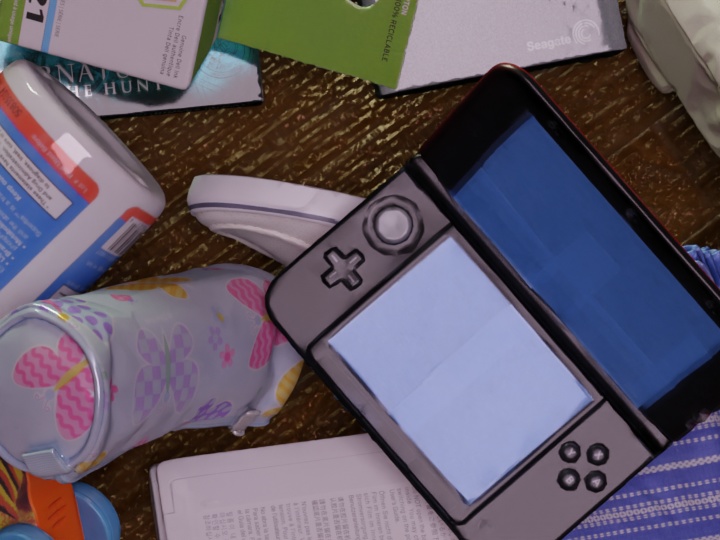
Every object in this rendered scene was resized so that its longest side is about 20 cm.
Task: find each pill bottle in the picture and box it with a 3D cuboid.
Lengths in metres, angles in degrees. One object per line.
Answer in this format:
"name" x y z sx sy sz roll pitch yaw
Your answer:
"pill bottle" -0.207 -0.004 1.428 0.200 0.112 0.112 -44 93 4

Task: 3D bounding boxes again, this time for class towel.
"towel" 0.144 0.091 1.446 0.145 0.024 0.200 -12 101 25

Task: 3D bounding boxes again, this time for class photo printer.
"photo printer" -0.003 0.166 1.446 0.200 0.069 0.166 -8 62 -7

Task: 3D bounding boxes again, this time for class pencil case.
"pencil case" -0.109 0.050 1.403 0.083 0.200 0.091 7 99 30

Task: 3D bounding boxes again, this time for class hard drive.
"hard drive" 0.058 -0.204 1.512 0.140 0.033 0.200 -11 89 -7

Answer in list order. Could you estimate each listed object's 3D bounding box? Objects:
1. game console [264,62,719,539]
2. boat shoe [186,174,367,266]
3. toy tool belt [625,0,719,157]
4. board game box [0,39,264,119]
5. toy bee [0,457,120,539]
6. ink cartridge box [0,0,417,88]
"game console" 0.072 0.029 1.373 0.172 0.119 0.200 -40 85 -3
"boat shoe" 0.000 0.000 1.481 0.200 0.071 0.070 15 83 -12
"toy tool belt" 0.234 -0.117 1.472 0.123 0.125 0.200 -22 61 -13
"board game box" -0.158 -0.147 1.487 0.200 0.028 0.135 -6 89 -7
"toy bee" -0.185 0.154 1.430 0.109 0.131 0.200 -10 86 32
"ink cartridge box" -0.068 -0.169 1.393 0.200 0.076 0.148 16 118 4
